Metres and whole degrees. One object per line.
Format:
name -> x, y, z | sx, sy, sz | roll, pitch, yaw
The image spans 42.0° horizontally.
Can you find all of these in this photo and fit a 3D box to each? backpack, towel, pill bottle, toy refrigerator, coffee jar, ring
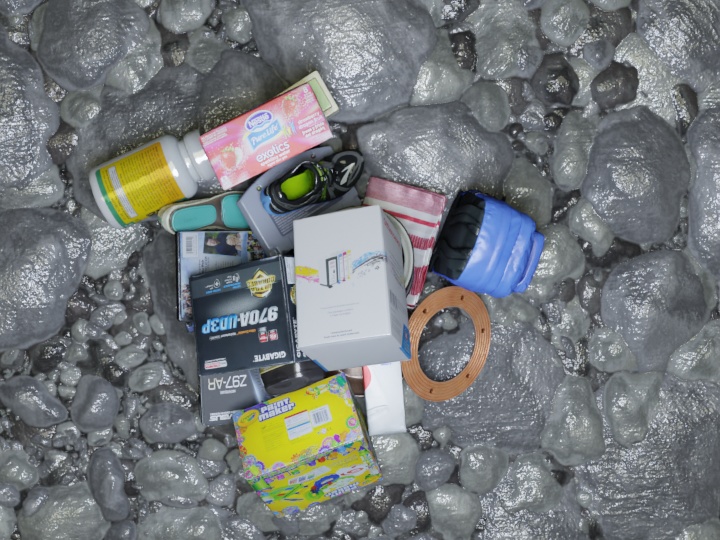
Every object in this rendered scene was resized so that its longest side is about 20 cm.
backpack -> 0.218, -0.043, 1.546 | 0.165, 0.200, 0.166 | 16, 94, -7
towel -> 0.055, -0.049, 1.597 | 0.141, 0.023, 0.204 | 14, 83, 14
pill bottle -> -0.341, -0.158, 1.568 | 0.197, 0.113, 0.114 | -25, 95, 0
toy refrigerator -> -0.138, -0.251, 1.587 | 0.198, 0.070, 0.077 | -32, 95, 2
coffee jar -> -0.125, 0.092, 1.490 | 0.103, 0.085, 0.204 | -23, 78, 32
ring -> 0.145, 0.125, 1.607 | 0.197, 0.019, 0.205 | -8, 105, -32

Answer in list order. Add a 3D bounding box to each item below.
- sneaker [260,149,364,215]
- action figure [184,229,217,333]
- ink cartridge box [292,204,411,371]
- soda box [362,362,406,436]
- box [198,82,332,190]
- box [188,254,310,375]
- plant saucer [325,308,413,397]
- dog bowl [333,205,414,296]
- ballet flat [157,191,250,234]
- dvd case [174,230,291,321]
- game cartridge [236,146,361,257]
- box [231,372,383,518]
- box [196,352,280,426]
sneaker -> -0.069, -0.146, 1.534 | 0.197, 0.082, 0.072 | -26, 91, -28
action figure -> -0.215, 0.031, 1.611 | 0.196, 0.104, 0.198 | -7, 103, -23
ink cartridge box -> -0.012, 0.029, 1.414 | 0.142, 0.147, 0.204 | -9, 69, 13
soda box -> 0.036, 0.173, 1.592 | 0.067, 0.063, 0.204 | -5, 94, 0
box -> -0.151, -0.218, 1.508 | 0.197, 0.100, 0.097 | -26, 102, 1
box -> -0.173, 0.071, 1.443 | 0.197, 0.046, 0.162 | -11, 84, 34
plant saucer -> 0.003, 0.117, 1.636 | 0.196, 0.037, 0.205 | 0, 94, -1
dog bowl -> 0.000, 0.000, 1.541 | 0.196, 0.074, 0.204 | -5, 71, 15
ballet flat -> -0.249, -0.101, 1.585 | 0.197, 0.062, 0.069 | -6, 106, -37
dvd case -> -0.208, 0.007, 1.550 | 0.196, 0.017, 0.146 | -1, 92, -25
game cartridge -> -0.106, -0.121, 1.578 | 0.199, 0.041, 0.135 | -33, 99, -26
box -> -0.084, 0.294, 1.555 | 0.197, 0.194, 0.123 | -20, 56, -1
box -> -0.174, 0.168, 1.573 | 0.196, 0.043, 0.164 | -3, 103, -17
